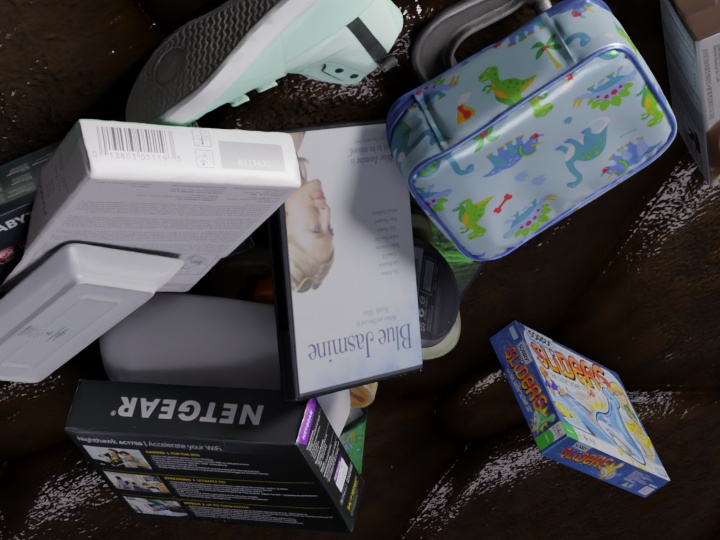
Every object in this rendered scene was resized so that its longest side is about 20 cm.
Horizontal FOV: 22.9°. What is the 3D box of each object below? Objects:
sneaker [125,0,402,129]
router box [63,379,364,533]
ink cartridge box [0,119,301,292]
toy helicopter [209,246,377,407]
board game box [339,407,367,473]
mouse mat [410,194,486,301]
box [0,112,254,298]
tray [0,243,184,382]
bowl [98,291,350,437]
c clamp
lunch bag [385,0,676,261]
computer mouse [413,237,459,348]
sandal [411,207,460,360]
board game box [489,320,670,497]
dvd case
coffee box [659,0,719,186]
[{"bbox_3d":[-0.061,-0.137,1.236,0.200,0.074,0.118,-37,137,14],"label":"sneaker"},{"bbox_3d":[-0.113,0.148,1.406,0.200,0.051,0.149,2,146,20],"label":"router box"},{"bbox_3d":[-0.158,-0.041,1.273,0.161,0.050,0.200,1,159,-30],"label":"ink cartridge box"},{"bbox_3d":[-0.057,0.052,1.483,0.132,0.079,0.200,-12,134,32],"label":"toy helicopter"},{"bbox_3d":[-0.045,0.146,1.680,0.105,0.023,0.200,-15,144,-16],"label":"board game box"},{"bbox_3d":[0.027,-0.010,1.526,0.200,0.008,0.161,0,139,-29],"label":"mouse mat"},{"bbox_3d":[-0.195,-0.036,1.325,0.200,0.046,0.159,-22,146,0],"label":"box"},{"bbox_3d":[-0.228,0.039,1.329,0.107,0.022,0.200,10,146,-43],"label":"tray"},{"bbox_3d":[-0.116,0.099,1.453,0.200,0.075,0.200,8,149,11],"label":"bowl"},{"bbox_3d":[0.126,-0.169,1.350,0.171,0.027,0.200,-24,145,1],"label":"c clamp"},{"bbox_3d":[0.129,-0.103,1.346,0.200,0.083,0.161,-33,140,11],"label":"lunch bag"},{"bbox_3d":[0.000,0.000,1.409,0.053,0.139,0.200,-9,153,42],"label":"computer mouse"},{"bbox_3d":[0.042,0.024,1.522,0.080,0.057,0.201,-25,144,-2],"label":"sandal"},{"bbox_3d":[0.213,0.136,1.718,0.034,0.135,0.200,-38,144,21],"label":"board game box"},{"bbox_3d":[-0.012,-0.011,1.338,0.018,0.200,0.143,1,-171,43],"label":"dvd case"},{"bbox_3d":[0.306,-0.169,1.407,0.113,0.080,0.200,-22,146,0],"label":"coffee box"}]
